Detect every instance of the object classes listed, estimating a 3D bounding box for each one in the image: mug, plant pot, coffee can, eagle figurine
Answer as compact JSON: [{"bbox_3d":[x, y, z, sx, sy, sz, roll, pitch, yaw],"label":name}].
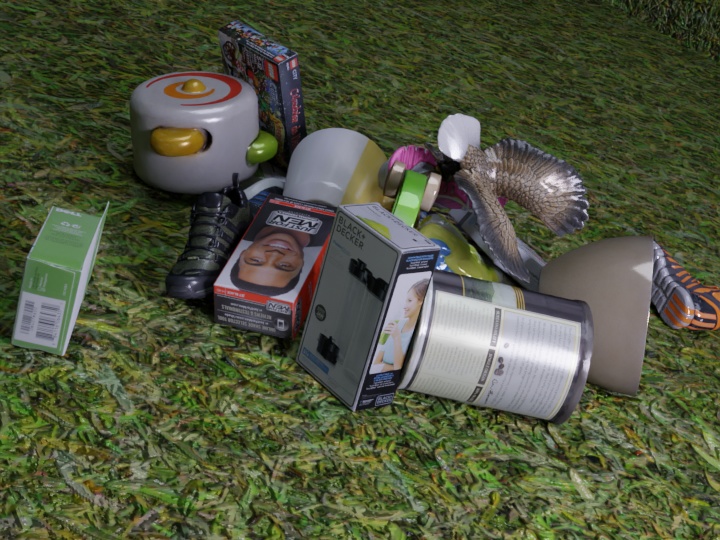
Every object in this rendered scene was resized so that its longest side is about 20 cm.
[{"bbox_3d":[-0.026,-0.099,1.783,0.186,0.150,0.153,-8,28,18],"label":"mug"},{"bbox_3d":[0.288,0.049,1.635,0.134,0.201,0.200,7,22,9],"label":"plant pot"},{"bbox_3d":[0.148,0.085,1.496,0.199,0.147,0.146,13,23,-9],"label":"coffee can"},{"bbox_3d":[0.173,-0.096,1.652,0.200,0.152,0.151,33,16,33],"label":"eagle figurine"}]

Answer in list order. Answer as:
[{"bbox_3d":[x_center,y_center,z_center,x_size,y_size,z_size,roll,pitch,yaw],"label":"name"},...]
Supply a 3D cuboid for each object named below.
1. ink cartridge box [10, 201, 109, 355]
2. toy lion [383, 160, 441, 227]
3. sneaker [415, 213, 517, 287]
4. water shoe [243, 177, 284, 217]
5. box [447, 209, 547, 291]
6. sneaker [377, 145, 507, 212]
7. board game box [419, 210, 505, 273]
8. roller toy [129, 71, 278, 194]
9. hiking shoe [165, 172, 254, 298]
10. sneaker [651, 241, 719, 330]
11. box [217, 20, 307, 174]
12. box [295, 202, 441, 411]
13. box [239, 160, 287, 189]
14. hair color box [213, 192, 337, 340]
[{"bbox_3d":[-0.326,-0.002,1.425,0.059,0.104,0.200,14,23,-8],"label":"ink cartridge box"},{"bbox_3d":[0.032,-0.012,1.565,0.068,0.200,0.192,19,22,-1],"label":"toy lion"},{"bbox_3d":[0.133,0.020,1.743,0.200,0.105,0.076,43,2,-10],"label":"sneaker"},{"bbox_3d":[-0.146,-0.067,1.766,0.079,0.071,0.200,50,28,5],"label":"water shoe"},{"bbox_3d":[0.215,-0.018,1.806,0.156,0.041,0.200,36,9,-24],"label":"box"},{"bbox_3d":[0.109,-0.124,1.769,0.200,0.082,0.088,13,-6,-27],"label":"sneaker"},{"bbox_3d":[0.106,-0.038,1.867,0.135,0.035,0.200,8,22,-25],"label":"board game box"},{"bbox_3d":[-0.236,-0.203,1.849,0.200,0.140,0.182,-21,34,-35],"label":"roller toy"},{"bbox_3d":[-0.188,-0.041,1.572,0.076,0.101,0.200,-2,28,19],"label":"hiking shoe"},{"bbox_3d":[0.484,0.029,1.957,0.112,0.078,0.200,11,34,-23],"label":"sneaker"},{"bbox_3d":[-0.140,-0.249,1.903,0.038,0.200,0.136,-34,49,-28],"label":"box"},{"bbox_3d":[0.005,0.039,1.436,0.060,0.200,0.117,-5,32,-41],"label":"box"},{"bbox_3d":[-0.106,-0.145,1.982,0.199,0.036,0.144,10,24,-18],"label":"box"},{"bbox_3d":[-0.095,-0.009,1.572,0.101,0.061,0.200,12,39,10],"label":"hair color box"}]
